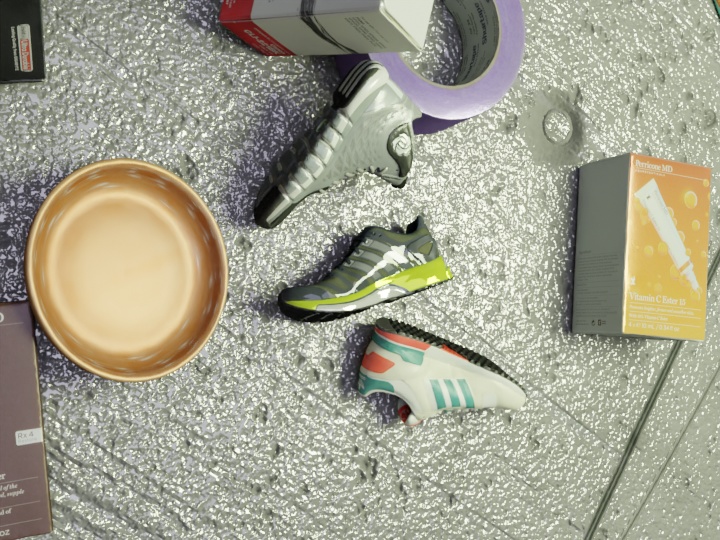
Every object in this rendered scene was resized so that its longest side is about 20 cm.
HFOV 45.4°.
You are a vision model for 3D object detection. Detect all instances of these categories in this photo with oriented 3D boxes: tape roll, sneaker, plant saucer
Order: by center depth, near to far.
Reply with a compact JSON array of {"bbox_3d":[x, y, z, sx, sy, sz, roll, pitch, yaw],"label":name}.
[{"bbox_3d":[-0.214,0.000,0.794,0.197,0.037,0.205,8,78,-40],"label":"plant saucer"},{"bbox_3d":[-0.011,-0.098,0.864,0.115,0.075,0.201,34,106,-27],"label":"sneaker"},{"bbox_3d":[0.000,0.000,0.897,0.197,0.074,0.083,-16,84,-28],"label":"sneaker"},{"bbox_3d":[0.073,-0.254,0.925,0.196,0.085,0.205,1,87,-22],"label":"tape roll"},{"bbox_3d":[0.084,0.126,0.930,0.197,0.070,0.095,24,97,-22],"label":"sneaker"}]

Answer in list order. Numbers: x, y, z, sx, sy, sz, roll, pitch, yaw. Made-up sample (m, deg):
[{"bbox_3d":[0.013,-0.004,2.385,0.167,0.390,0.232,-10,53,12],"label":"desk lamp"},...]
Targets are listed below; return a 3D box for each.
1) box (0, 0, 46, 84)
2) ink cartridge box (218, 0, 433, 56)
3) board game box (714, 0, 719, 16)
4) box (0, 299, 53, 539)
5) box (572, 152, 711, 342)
[{"bbox_3d":[-0.358,-0.231,0.686,0.194,0.201,0.051,-7,61,-23],"label":"box"},{"bbox_3d":[-0.024,-0.290,0.819,0.083,0.197,0.148,24,78,-53],"label":"ink cartridge box"},{"bbox_3d":[0.552,-0.401,1.151,0.197,0.045,0.155,-28,98,-22],"label":"board game box"},{"bbox_3d":[-0.326,0.131,0.748,0.098,0.075,0.205,-6,88,-22],"label":"box"},{"bbox_3d":[0.330,-0.023,1.012,0.122,0.097,0.205,5,85,-22],"label":"box"}]
